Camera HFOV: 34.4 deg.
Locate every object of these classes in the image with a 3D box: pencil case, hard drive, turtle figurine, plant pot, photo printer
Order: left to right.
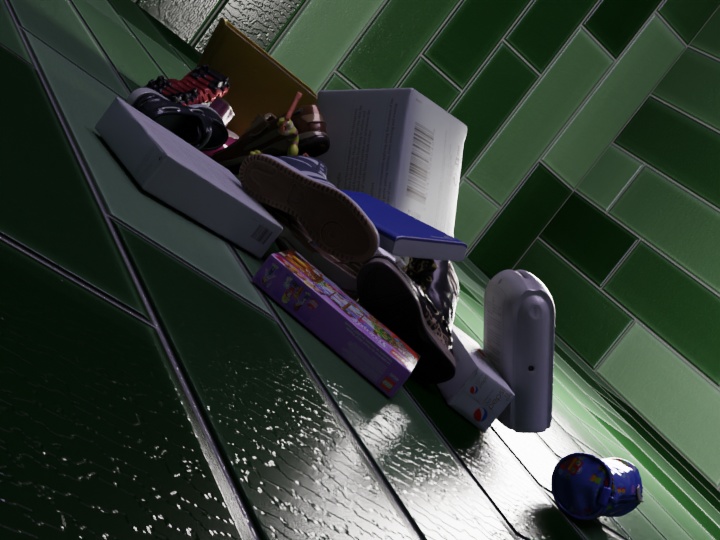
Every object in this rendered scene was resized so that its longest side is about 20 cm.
[{"bbox_3d":[-0.201,-0.284,1.945,0.199,0.177,0.200,36,8,-16],"label":"plant pot"},{"bbox_3d":[-0.108,-0.135,1.581,0.063,0.204,0.161,5,0,-29],"label":"turtle figurine"},{"bbox_3d":[0.025,-0.062,1.484,0.131,0.026,0.199,5,18,-43],"label":"hard drive"},{"bbox_3d":[0.211,0.101,1.568,0.068,0.204,0.166,-1,6,-8],"label":"photo printer"},{"bbox_3d":[0.301,0.273,1.460,0.086,0.079,0.199,17,-3,27],"label":"pencil case"}]

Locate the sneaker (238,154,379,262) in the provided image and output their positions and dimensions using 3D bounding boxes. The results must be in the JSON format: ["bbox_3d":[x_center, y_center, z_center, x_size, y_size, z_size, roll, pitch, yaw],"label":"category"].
[{"bbox_3d":[-0.045,-0.082,1.420,0.199,0.071,0.108,34,16,16],"label":"sneaker"}]

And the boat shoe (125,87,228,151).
[{"bbox_3d":[-0.244,-0.194,1.610,0.060,0.076,0.199,41,19,29],"label":"boat shoe"}]

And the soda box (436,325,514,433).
[{"bbox_3d":[0.137,0.135,1.539,0.068,0.064,0.200,37,7,-16],"label":"soda box"}]

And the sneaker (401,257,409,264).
[{"bbox_3d":[0.031,-0.009,1.742,0.074,0.083,0.200,0,-31,42],"label":"sneaker"}]

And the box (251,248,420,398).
[{"bbox_3d":[-0.023,0.055,1.303,0.199,0.039,0.137,40,8,3],"label":"box"}]

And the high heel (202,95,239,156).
[{"bbox_3d":[-0.223,-0.182,1.806,0.067,0.097,0.201,30,-18,26],"label":"high heel"}]

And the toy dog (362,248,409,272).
[{"bbox_3d":[0.000,0.000,1.585,0.198,0.097,0.132,30,-23,9],"label":"toy dog"}]

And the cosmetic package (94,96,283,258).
[{"bbox_3d":[-0.199,-0.107,1.356,0.199,0.052,0.151,33,11,-46],"label":"cosmetic package"}]

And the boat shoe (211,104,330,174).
[{"bbox_3d":[-0.131,-0.191,1.700,0.075,0.197,0.075,11,69,-59],"label":"boat shoe"}]

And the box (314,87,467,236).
[{"bbox_3d":[0.038,-0.148,1.740,0.169,0.203,0.199,3,-9,31],"label":"box"}]

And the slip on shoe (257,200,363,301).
[{"bbox_3d":[-0.076,-0.025,1.454,0.199,0.061,0.076,38,25,12],"label":"slip on shoe"}]

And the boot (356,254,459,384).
[{"bbox_3d":[0.066,0.026,1.458,0.201,0.072,0.152,52,31,-29],"label":"boot"}]

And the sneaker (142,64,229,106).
[{"bbox_3d":[-0.275,-0.246,1.759,0.070,0.099,0.200,33,29,13],"label":"sneaker"}]
